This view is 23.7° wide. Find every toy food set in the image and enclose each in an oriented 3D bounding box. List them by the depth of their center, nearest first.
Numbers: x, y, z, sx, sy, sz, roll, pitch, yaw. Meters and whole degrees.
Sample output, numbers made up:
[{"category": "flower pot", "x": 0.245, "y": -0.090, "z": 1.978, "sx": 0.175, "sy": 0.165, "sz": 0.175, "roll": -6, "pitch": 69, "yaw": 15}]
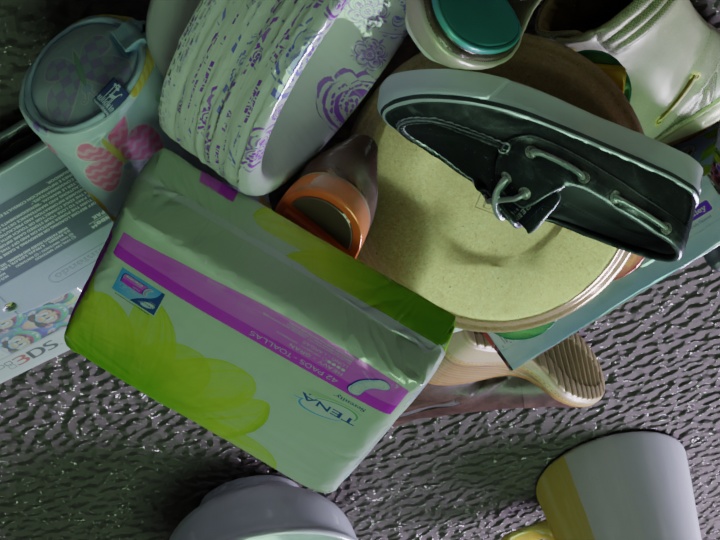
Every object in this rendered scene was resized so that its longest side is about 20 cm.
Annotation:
[{"category": "toy food set", "x": 0.086, "y": -0.051, "z": 1.067, "sx": 0.196, "sy": 0.049, "sz": 0.201, "roll": 5, "pitch": 109, "yaw": 1}]

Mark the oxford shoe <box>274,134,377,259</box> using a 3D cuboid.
[{"category": "oxford shoe", "x": -0.035, "y": -0.006, "z": 1.059, "sx": 0.071, "sy": 0.073, "sz": 0.200, "roll": 33, "pitch": 139, "yaw": -5}]

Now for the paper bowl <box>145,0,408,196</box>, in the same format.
[{"category": "paper bowl", "x": -0.041, "y": -0.150, "z": 0.950, "sx": 0.201, "sy": 0.104, "sz": 0.201, "roll": -52, "pitch": 171, "yaw": -12}]

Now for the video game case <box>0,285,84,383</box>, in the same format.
[{"category": "video game case", "x": -0.298, "y": 0.025, "z": 1.218, "sx": 0.181, "sy": 0.024, "sz": 0.200, "roll": -25, "pitch": 143, "yaw": 15}]

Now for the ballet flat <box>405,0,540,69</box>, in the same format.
[{"category": "ballet flat", "x": 0.064, "y": -0.151, "z": 0.985, "sx": 0.069, "sy": 0.069, "sz": 0.200, "roll": -44, "pitch": 179, "yaw": 36}]

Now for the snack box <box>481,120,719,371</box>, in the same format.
[{"category": "snack box", "x": 0.182, "y": -0.024, "z": 1.218, "sx": 0.199, "sy": 0.142, "sz": 0.053, "roll": -33, "pitch": 102, "yaw": 26}]

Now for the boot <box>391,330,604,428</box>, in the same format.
[{"category": "boot", "x": 0.086, "y": 0.091, "z": 1.423, "sx": 0.199, "sy": 0.073, "sz": 0.166, "roll": 19, "pitch": 145, "yaw": -39}]

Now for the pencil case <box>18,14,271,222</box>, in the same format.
[{"category": "pencil case", "x": -0.126, "y": -0.068, "z": 1.047, "sx": 0.091, "sy": 0.083, "sz": 0.200, "roll": -48, "pitch": 143, "yaw": -12}]

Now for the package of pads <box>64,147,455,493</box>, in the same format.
[{"category": "package of pads", "x": -0.065, "y": 0.037, "z": 1.007, "sx": 0.199, "sy": 0.068, "sz": 0.155, "roll": 30, "pitch": 141, "yaw": -4}]

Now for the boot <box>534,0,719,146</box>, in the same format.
[{"category": "boot", "x": 0.145, "y": -0.119, "z": 1.132, "sx": 0.199, "sy": 0.072, "sz": 0.155, "roll": -33, "pitch": 142, "yaw": 16}]

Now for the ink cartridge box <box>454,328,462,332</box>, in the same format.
[{"category": "ink cartridge box", "x": 0.000, "y": 0.000, "z": 1.206, "sx": 0.199, "sy": 0.176, "sz": 0.084, "roll": -17, "pitch": 103, "yaw": 5}]

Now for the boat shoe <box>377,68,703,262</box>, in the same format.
[{"category": "boat shoe", "x": 0.100, "y": -0.056, "z": 0.993, "sx": 0.199, "sy": 0.068, "sz": 0.072, "roll": 20, "pitch": 158, "yaw": -10}]

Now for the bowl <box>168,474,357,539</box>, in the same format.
[{"category": "bowl", "x": -0.092, "y": 0.246, "z": 1.533, "sx": 0.200, "sy": 0.091, "sz": 0.202, "roll": -10, "pitch": 145, "yaw": -7}]

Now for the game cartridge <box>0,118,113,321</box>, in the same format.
[{"category": "game cartridge", "x": -0.209, "y": -0.039, "z": 1.128, "sx": 0.199, "sy": 0.042, "sz": 0.133, "roll": -29, "pitch": 146, "yaw": 4}]

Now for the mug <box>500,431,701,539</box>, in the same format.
[{"category": "mug", "x": 0.245, "y": 0.265, "z": 1.621, "sx": 0.149, "sy": 0.154, "sz": 0.187, "roll": 13, "pitch": 137, "yaw": -34}]

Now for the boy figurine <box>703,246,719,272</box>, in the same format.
[{"category": "boy figurine", "x": 0.341, "y": -0.072, "z": 1.271, "sx": 0.124, "sy": 0.065, "sz": 0.200, "roll": 16, "pitch": 138, "yaw": -32}]
